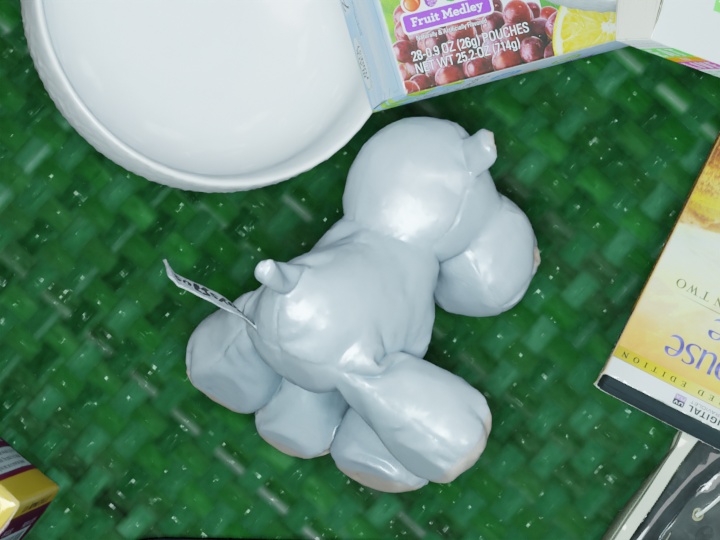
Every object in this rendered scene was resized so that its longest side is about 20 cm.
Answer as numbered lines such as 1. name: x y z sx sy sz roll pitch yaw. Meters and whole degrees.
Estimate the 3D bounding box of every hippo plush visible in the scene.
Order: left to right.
1. hippo plush: 0.000 0.000 1.506 0.200 0.159 0.161 45 62 -30

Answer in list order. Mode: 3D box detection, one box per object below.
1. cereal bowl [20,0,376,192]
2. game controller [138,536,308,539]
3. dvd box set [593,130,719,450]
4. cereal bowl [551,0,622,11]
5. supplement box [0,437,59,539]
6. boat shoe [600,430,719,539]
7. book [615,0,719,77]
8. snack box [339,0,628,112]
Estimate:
1. cereal bowl: -0.082 -0.136 1.514 0.200 0.083 0.200 2 83 -19
2. game controller: -0.039 0.194 1.553 0.200 0.042 0.104 1 76 3
3. dvd box set: 0.225 0.004 1.501 0.146 0.029 0.200 27 71 4
4. cereal bowl: 0.097 -0.219 1.401 0.083 0.200 0.200 -4 90 44
5. supplement box: -0.269 0.091 1.517 0.200 0.131 0.103 40 93 4
6. boat shoe: 0.164 0.135 1.518 0.068 0.072 0.200 37 89 4
7. book: 0.210 -0.147 1.403 0.200 0.048 0.134 14 84 -37
8. snack box: 0.081 -0.187 1.497 0.200 0.068 0.169 -15 88 -18
